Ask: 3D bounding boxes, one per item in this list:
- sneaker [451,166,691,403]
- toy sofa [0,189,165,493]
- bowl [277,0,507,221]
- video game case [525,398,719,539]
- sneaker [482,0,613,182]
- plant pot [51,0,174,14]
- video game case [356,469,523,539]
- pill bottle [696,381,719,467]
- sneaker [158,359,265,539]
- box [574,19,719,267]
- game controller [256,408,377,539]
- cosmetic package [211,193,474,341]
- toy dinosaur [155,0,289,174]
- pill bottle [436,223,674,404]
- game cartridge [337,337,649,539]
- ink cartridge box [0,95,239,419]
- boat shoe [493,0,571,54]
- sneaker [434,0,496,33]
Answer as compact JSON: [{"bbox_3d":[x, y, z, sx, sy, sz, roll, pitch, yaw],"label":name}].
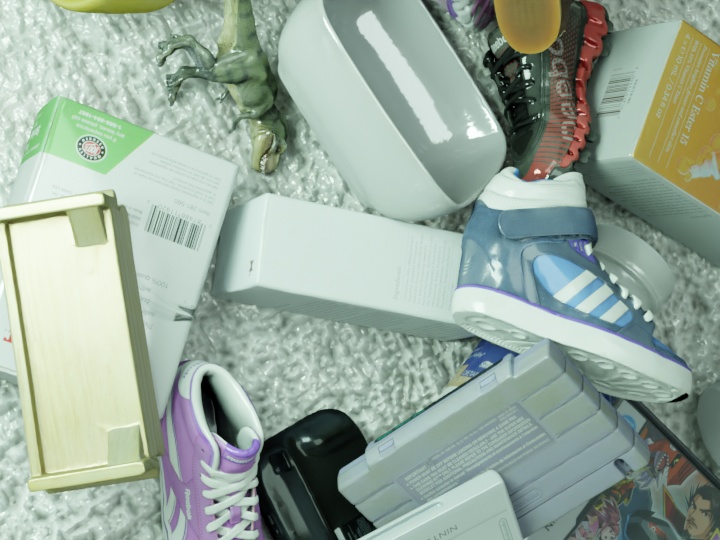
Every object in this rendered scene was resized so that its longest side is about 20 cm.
[{"bbox_3d":[0.170,0.000,1.604,0.199,0.081,0.147,22,69,-11],"label":"sneaker"},{"bbox_3d":[-0.193,0.048,1.476,0.082,0.098,0.201,-9,89,2],"label":"toy sofa"},{"bbox_3d":[0.017,-0.132,1.637,0.200,0.074,0.200,57,26,-7],"label":"bowl"},{"bbox_3d":[0.228,0.229,1.742,0.200,0.025,0.181,44,69,-12],"label":"video game case"},{"bbox_3d":[0.137,-0.143,1.705,0.098,0.071,0.201,27,56,-23],"label":"sneaker"},{"bbox_3d":[-0.126,-0.286,1.574,0.188,0.200,0.202,-4,85,-36],"label":"plant pot"},{"bbox_3d":[0.050,0.268,1.601,0.182,0.024,0.201,-27,121,-12],"label":"video game case"},{"bbox_3d":[0.379,0.100,1.776,0.199,0.111,0.112,-20,91,-23],"label":"pill bottle"},{"bbox_3d":[-0.100,0.163,1.565,0.072,0.114,0.201,-18,92,-25],"label":"sneaker"},{"bbox_3d":[0.278,-0.096,1.747,0.200,0.097,0.125,29,74,-28],"label":"box"},{"bbox_3d":[-0.008,0.207,1.644,0.104,0.042,0.201,-29,96,-38],"label":"game controller"},{"bbox_3d":[0.000,0.000,1.634,0.199,0.101,0.072,11,80,-22],"label":"cosmetic package"},{"bbox_3d":[-0.104,-0.152,1.604,0.088,0.200,0.048,-5,49,2],"label":"toy dinosaur"},{"bbox_3d":[0.157,0.063,1.686,0.111,0.111,0.200,44,69,-12],"label":"pill bottle"},{"bbox_3d":[0.096,0.142,1.596,0.130,0.200,0.038,48,24,-19],"label":"game cartridge"},{"bbox_3d":[-0.190,-0.004,1.562,0.146,0.084,0.201,21,77,-19],"label":"ink cartridge box"},{"bbox_3d":[0.127,-0.266,1.621,0.070,0.070,0.201,6,114,15],"label":"boat shoe"},{"bbox_3d":[0.057,-0.247,1.671,0.088,0.200,0.081,30,94,27],"label":"sneaker"}]
